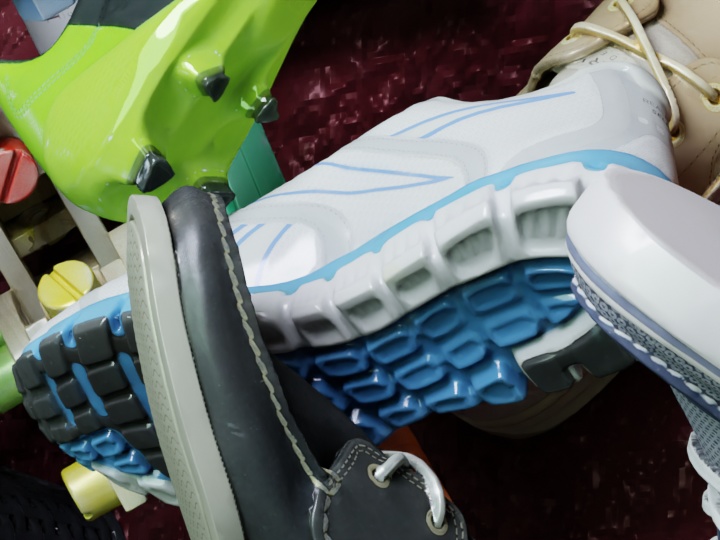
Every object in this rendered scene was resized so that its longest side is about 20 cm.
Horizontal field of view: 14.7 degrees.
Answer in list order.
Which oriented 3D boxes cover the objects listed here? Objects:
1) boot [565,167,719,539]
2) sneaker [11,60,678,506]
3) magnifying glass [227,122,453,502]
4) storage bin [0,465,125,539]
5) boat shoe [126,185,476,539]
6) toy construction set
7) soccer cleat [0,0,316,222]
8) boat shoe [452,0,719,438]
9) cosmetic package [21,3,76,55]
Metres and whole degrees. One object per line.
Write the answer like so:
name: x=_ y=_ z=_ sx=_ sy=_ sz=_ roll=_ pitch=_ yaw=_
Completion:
boot: x=0.106 y=0.060 z=0.663 sx=0.090 sy=0.200 sz=0.073 roll=-49 pitch=26 yaw=17
sneaker: x=0.000 y=0.000 z=0.735 sx=0.200 sy=0.075 sz=0.087 roll=-17 pitch=37 yaw=25
magnifying glass: x=-0.020 y=0.004 z=0.808 sx=0.022 sy=0.080 sz=0.200 roll=-18 pitch=48 yaw=-12
storage bin: x=-0.189 y=0.113 z=0.898 sx=0.200 sy=0.094 sz=0.135 roll=15 pitch=89 yaw=33
boat shoe: x=-0.007 y=0.068 z=0.688 sx=0.068 sy=0.072 sz=0.200 roll=-22 pitch=103 yaw=-7
toy construction set: x=-0.102 y=-0.036 z=0.829 sx=0.092 sy=0.200 sz=0.131 roll=-16 pitch=28 yaw=-9
soccer cleat: x=-0.023 y=-0.104 z=0.725 sx=0.081 sy=0.068 sz=0.200 roll=40 pitch=93 yaw=33
boat shoe: x=0.077 y=-0.037 z=0.769 sx=0.074 sy=0.069 sz=0.200 roll=44 pitch=105 yaw=31
cosmetic package: x=-0.068 y=-0.171 z=0.835 sx=0.151 sy=0.052 sz=0.200 roll=-12 pitch=114 yaw=29
